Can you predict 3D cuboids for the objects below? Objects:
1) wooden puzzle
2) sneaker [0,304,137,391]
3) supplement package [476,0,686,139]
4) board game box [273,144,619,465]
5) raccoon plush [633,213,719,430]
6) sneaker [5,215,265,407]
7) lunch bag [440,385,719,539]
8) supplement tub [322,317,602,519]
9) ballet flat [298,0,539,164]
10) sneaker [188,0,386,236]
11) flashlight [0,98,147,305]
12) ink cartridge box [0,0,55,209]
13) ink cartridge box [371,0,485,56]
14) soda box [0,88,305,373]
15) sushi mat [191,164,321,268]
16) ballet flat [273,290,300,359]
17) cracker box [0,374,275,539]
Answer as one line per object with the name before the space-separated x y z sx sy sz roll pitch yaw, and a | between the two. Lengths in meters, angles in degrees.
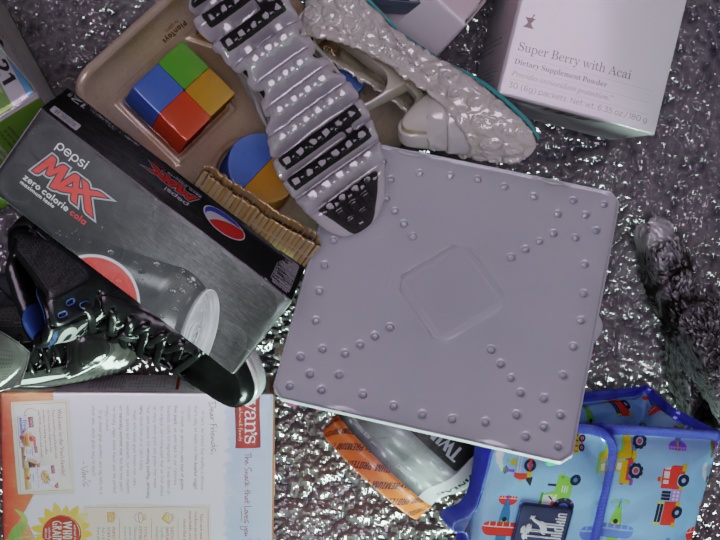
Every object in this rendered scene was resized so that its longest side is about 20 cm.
wooden puzzle | -0.075 -0.122 1.061 0.200 0.046 0.185 46 64 -7
sneaker | -0.247 0.056 1.013 0.198 0.091 0.067 6 105 -18
supplement package | 0.167 -0.208 1.071 0.120 0.120 0.202 13 92 -5
board game box | 0.061 0.019 0.996 0.198 0.026 0.202 12 65 7
raccoon plush | 0.302 0.040 1.114 0.133 0.097 0.202 -16 94 -11
sneaker | -0.164 0.039 1.003 0.200 0.073 0.112 47 47 0
lunch bag | 0.141 0.168 1.053 0.198 0.094 0.152 2 106 -31
supplement tub | 0.072 0.075 1.078 0.122 0.123 0.200 41 90 -5
ballet flat | 0.031 -0.125 1.036 0.200 0.072 0.072 39 90 14
sneaker | -0.043 -0.118 1.005 0.075 0.081 0.201 -28 91 1
flashlight | -0.218 -0.035 1.082 0.068 0.068 0.201 33 95 -17
ink cartridge box | -0.274 -0.153 0.980 0.075 0.200 0.148 -31 66 -2
ink cartridge box | 0.008 -0.248 1.035 0.200 0.176 0.045 40 54 -5
soda box | -0.136 -0.026 0.954 0.199 0.063 0.071 38 107 -7
sushi mat | -0.106 0.007 1.046 0.095 0.200 0.012 33 49 -6
ballet flat | 0.000 0.000 1.057 0.071 0.072 0.201 30 65 -6
cracker box | -0.162 0.148 1.091 0.198 0.058 0.135 1 100 -4
